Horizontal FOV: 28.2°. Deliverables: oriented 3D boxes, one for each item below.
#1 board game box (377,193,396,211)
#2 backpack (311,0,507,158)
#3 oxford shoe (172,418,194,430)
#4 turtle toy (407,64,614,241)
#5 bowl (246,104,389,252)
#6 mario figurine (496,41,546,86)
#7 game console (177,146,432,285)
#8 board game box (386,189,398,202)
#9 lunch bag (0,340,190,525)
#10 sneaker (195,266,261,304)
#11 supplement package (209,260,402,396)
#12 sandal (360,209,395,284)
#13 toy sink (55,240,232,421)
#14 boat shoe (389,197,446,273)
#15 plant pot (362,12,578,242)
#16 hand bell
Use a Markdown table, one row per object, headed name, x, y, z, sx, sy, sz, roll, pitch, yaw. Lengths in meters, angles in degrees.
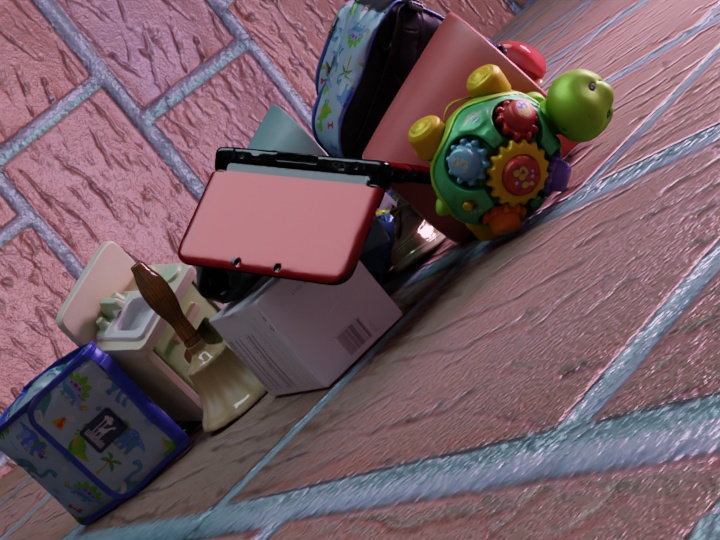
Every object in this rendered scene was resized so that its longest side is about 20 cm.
| name | x | y | z | sx | sy | sz | roll | pitch | yaw |
| --- | --- | --- | --- | --- | --- | --- | --- | --- | --- |
| board game box | -0.037 | -0.005 | 1.877 | 0.201 | 0.034 | 0.134 | -53 | 11 | -23 |
| backpack | 0.036 | -0.202 | 1.638 | 0.147 | 0.182 | 0.201 | 31 | 99 | 55 |
| oxford shoe | -0.214 | 0.149 | 1.843 | 0.071 | 0.071 | 0.200 | -34 | 11 | 31 |
| turtle toy | 0.150 | -0.116 | 1.352 | 0.200 | 0.146 | 0.101 | -41 | 28 | -3 |
| bowl | -0.070 | -0.075 | 1.602 | 0.105 | 0.201 | 0.201 | -41 | 7 | -3 |
| mario figurine | 0.164 | -0.190 | 1.746 | 0.106 | 0.123 | 0.201 | -3 | 49 | 50 |
| game console | -0.050 | -0.055 | 1.405 | 0.198 | 0.120 | 0.172 | 8 | 4 | 29 |
| board game box | 0.026 | -0.096 | 1.964 | 0.200 | 0.103 | 0.019 | -37 | 6 | 29 |
| lunch bag | -0.318 | 0.188 | 1.705 | 0.199 | 0.170 | 0.128 | -34 | 18 | 35 |
| sneaker | -0.143 | -0.004 | 1.507 | 0.090 | 0.067 | 0.200 | -40 | 9 | -22 |
| supplement package | -0.060 | 0.049 | 1.468 | 0.114 | 0.110 | 0.200 | -42 | 7 | -19 |
| sandal | 0.000 | 0.000 | 1.674 | 0.200 | 0.080 | 0.087 | -39 | 35 | -27 |
| toy sink | -0.239 | 0.070 | 1.712 | 0.111 | 0.200 | 0.131 | -4 | 48 | 42 |
| boat shoe | 0.067 | -0.060 | 1.658 | 0.074 | 0.067 | 0.200 | -36 | 8 | 27 |
| plant pot | 0.110 | -0.140 | 1.513 | 0.178 | 0.200 | 0.200 | -49 | 6 | 8 |
| hand bell | -0.196 | 0.074 | 1.630 | 0.104 | 0.201 | 0.104 | -35 | 13 | 9 |
